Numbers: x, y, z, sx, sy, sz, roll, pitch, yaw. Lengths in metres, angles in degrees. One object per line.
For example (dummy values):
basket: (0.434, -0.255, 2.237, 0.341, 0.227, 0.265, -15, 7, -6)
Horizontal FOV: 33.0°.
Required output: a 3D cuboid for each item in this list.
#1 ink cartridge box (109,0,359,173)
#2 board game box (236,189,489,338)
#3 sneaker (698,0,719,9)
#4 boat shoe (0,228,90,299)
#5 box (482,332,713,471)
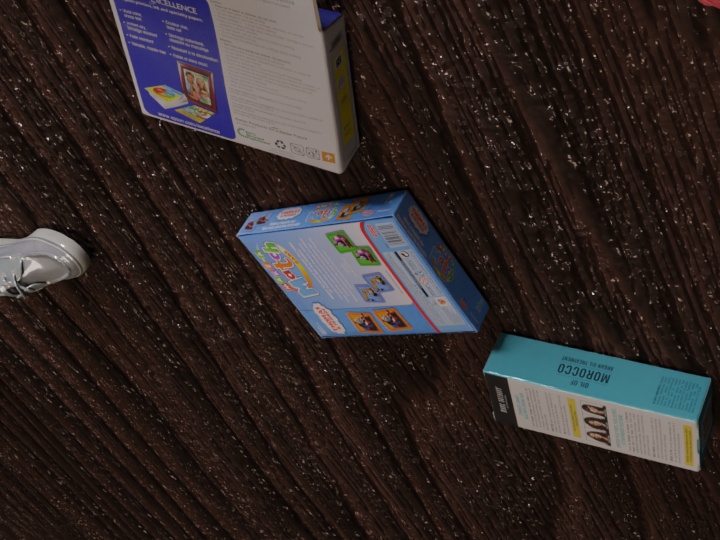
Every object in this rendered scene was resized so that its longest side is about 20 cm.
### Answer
ink cartridge box: (-0.102, -0.180, 0.957, 0.196, 0.047, 0.201, 19, 145, 19)
board game box: (0.000, 0.000, 1.128, 0.199, 0.037, 0.152, -6, 134, 42)
sneaker: (0.193, -0.187, 0.684, 0.199, 0.074, 0.087, 29, 149, 0)
boat shoe: (-0.390, 0.003, 1.406, 0.199, 0.072, 0.070, -4, 135, 42)
box: (0.216, 0.118, 1.109, 0.198, 0.049, 0.083, 12, 144, 26)
